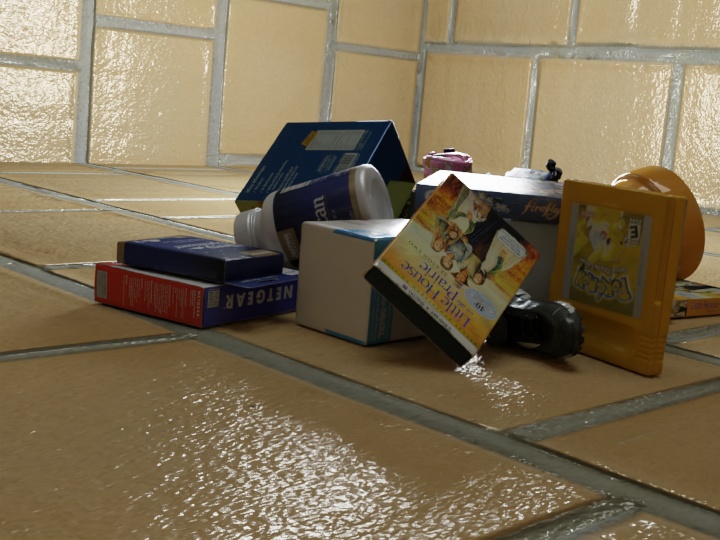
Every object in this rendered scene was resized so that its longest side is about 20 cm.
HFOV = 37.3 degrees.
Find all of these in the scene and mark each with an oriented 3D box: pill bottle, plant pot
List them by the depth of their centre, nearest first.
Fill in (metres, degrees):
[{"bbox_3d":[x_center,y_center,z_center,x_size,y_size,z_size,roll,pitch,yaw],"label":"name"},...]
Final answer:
[{"bbox_3d":[-0.064,-0.063,1.425,0.199,0.112,0.111,-15,3,18],"label":"pill bottle"},{"bbox_3d":[0.432,-0.057,1.767,0.183,0.201,0.200,-16,17,-22],"label":"plant pot"}]

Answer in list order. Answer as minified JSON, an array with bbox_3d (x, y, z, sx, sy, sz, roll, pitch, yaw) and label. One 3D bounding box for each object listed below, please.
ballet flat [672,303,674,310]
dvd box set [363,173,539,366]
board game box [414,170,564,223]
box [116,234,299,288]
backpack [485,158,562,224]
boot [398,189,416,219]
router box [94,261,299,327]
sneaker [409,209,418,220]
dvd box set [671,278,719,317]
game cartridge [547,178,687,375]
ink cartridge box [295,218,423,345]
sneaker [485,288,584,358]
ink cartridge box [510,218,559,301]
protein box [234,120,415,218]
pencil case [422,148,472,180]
[{"bbox_3d":[0.346,0.033,1.522,0.199,0.057,0.066,8,10,15],"label":"ballet flat"},{"bbox_3d":[0.106,-0.006,1.191,0.146,0.029,0.200,43,46,-1],"label":"dvd box set"},{"bbox_3d":[0.184,-0.097,1.393,0.199,0.035,0.135,7,14,16],"label":"board game box"},{"bbox_3d":[-0.181,-0.013,1.298,0.199,0.033,0.121,11,11,28],"label":"box"},{"bbox_3d":[0.252,-0.078,1.782,0.153,0.201,0.191,5,16,13],"label":"backpack"},{"bbox_3d":[0.048,-0.069,1.735,0.077,0.139,0.200,13,13,39],"label":"boot"},{"bbox_3d":[-0.197,0.020,1.335,0.179,0.049,0.200,11,11,32],"label":"router box"},{"bbox_3d":[0.099,-0.039,1.545,0.071,0.080,0.200,33,-18,9],"label":"sneaker"},{"bbox_3d":[0.477,0.040,1.633,0.199,0.030,0.146,-1,11,-36],"label":"dvd box set"},{"bbox_3d":[0.288,0.003,1.230,0.032,0.201,0.176,2,9,-32],"label":"game cartridge"},{"bbox_3d":[0.039,0.008,1.296,0.199,0.126,0.128,-4,13,-44],"label":"ink cartridge box"},{"bbox_3d":[0.184,0.064,1.242,0.090,0.067,0.200,-4,10,-18],"label":"sneaker"},{"bbox_3d":[0.293,0.004,1.391,0.199,0.145,0.145,8,11,15],"label":"ink cartridge box"},{"bbox_3d":[-0.052,-0.124,1.688,0.199,0.135,0.199,3,47,29],"label":"protein box"},{"bbox_3d":[0.144,-0.105,1.831,0.082,0.201,0.087,-4,21,-17],"label":"pencil case"}]
